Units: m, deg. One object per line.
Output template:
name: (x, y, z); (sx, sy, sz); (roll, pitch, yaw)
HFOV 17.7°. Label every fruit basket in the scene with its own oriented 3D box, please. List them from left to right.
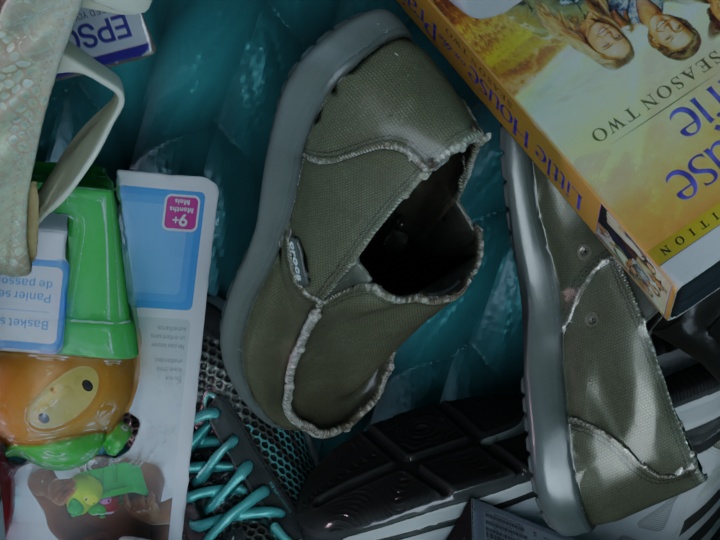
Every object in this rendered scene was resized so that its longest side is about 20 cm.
fruit basket: (-0.152, 0.056, 0.856); (0.185, 0.094, 0.201); (6, 93, -11)

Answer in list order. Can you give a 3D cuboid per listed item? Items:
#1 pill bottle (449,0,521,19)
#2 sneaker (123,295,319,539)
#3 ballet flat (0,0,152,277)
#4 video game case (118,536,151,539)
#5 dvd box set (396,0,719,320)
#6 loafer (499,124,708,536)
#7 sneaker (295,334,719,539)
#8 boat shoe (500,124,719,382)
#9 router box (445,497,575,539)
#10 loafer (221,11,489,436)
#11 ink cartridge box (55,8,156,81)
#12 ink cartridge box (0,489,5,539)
pill bottle: (-0.011, -0.172, 0.783); (0.200, 0.111, 0.111); (43, 105, 19)
sneaker: (-0.045, 0.093, 0.929); (0.077, 0.091, 0.200); (-32, 105, 7)
ballet flat: (-0.100, -0.084, 0.756); (0.062, 0.068, 0.200); (17, 119, -18)
video game case: (-0.072, 0.216, 0.872); (0.017, 0.143, 0.200); (3, 140, 30)
dvd box set: (0.104, -0.098, 0.820); (0.146, 0.029, 0.200); (-33, 68, -13)
loafer: (0.093, -0.004, 0.854); (0.069, 0.075, 0.201); (-5, 89, 11)
sneaker: (0.073, 0.108, 0.934); (0.200, 0.076, 0.116); (-17, 115, -21)
boat shoe: (0.138, -0.007, 0.918); (0.200, 0.074, 0.076); (47, 112, 4)
router box: (0.096, 0.194, 0.899); (0.199, 0.052, 0.158); (23, 119, -11)
loafer: (0.000, 0.000, 0.840); (0.075, 0.070, 0.200); (-36, 152, -31)
ink cartridge box: (-0.178, -0.153, 0.817); (0.199, 0.041, 0.200); (-10, 113, 31)
ink cartridge box: (-0.165, 0.105, 0.766); (0.066, 0.116, 0.201); (4, 121, 6)
